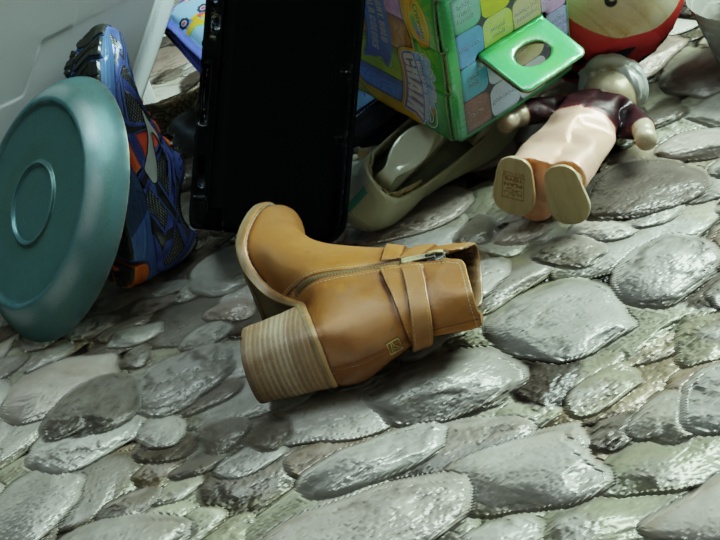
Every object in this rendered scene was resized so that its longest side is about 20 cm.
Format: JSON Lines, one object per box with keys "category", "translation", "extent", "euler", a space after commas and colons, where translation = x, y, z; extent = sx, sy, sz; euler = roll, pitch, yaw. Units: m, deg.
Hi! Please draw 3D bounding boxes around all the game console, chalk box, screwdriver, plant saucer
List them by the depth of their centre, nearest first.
{"category": "chalk box", "translation": [0.070, -0.187, 1.352], "extent": [0.124, 0.124, 0.200], "euler": [-33, 44, -27]}
{"category": "game console", "translation": [-0.062, -0.127, 1.383], "extent": [0.115, 0.202, 0.176], "euler": [5, 3, -2]}
{"category": "plant saucer", "translation": [-0.234, -0.048, 1.397], "extent": [0.027, 0.202, 0.200], "euler": [12, 1, -37]}
{"category": "screwdriver", "translation": [-0.037, -0.079, 1.430], "extent": [0.199, 0.028, 0.029], "euler": [-34, 49, 14]}

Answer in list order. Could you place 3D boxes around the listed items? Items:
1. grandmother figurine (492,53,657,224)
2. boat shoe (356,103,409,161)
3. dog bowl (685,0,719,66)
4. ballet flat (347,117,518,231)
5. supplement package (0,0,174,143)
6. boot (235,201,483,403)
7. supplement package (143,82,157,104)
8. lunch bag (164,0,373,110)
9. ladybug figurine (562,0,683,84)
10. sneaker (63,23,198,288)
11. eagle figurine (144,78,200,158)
{"category": "grandmother figurine", "translation": [0.157, -0.100, 1.349], "extent": [0.121, 0.061, 0.200], "euler": [19, 35, 19]}
{"category": "boat shoe", "translation": [0.065, -0.141, 1.497], "extent": [0.074, 0.063, 0.200], "euler": [3, 31, 45]}
{"category": "dog bowl", "translation": [0.347, -0.204, 1.410], "extent": [0.199, 0.059, 0.200], "euler": [-17, 24, 8]}
{"category": "ballet flat", "translation": [0.061, -0.100, 1.399], "extent": [0.069, 0.070, 0.200], "euler": [7, 40, 47]}
{"category": "supplement package", "translation": [-0.251, -0.171, 1.514], "extent": [0.155, 0.201, 0.111], "euler": [20, 16, -2]}
{"category": "boot", "translation": [0.000, 0.000, 1.222], "extent": [0.154, 0.077, 0.200], "euler": [-19, 26, 8]}
{"category": "supplement package", "translation": [-0.315, -0.167, 1.782], "extent": [0.199, 0.122, 0.120], "euler": [-30, 26, -23]}
{"category": "lunch bag", "translation": [-0.064, -0.201, 1.548], "extent": [0.150, 0.094, 0.200], "euler": [-37, 60, -10]}
{"category": "ladybug figurine", "translation": [0.186, -0.194, 1.437], "extent": [0.135, 0.072, 0.200], "euler": [-16, -9, -7]}
{"category": "sneaker", "translation": [-0.177, -0.089, 1.440], "extent": [0.078, 0.202, 0.075], "euler": [-12, 1, -39]}
{"category": "eagle figurine", "translation": [-0.121, -0.161, 1.650], "extent": [0.201, 0.150, 0.152], "euler": [-63, -5, -17]}
